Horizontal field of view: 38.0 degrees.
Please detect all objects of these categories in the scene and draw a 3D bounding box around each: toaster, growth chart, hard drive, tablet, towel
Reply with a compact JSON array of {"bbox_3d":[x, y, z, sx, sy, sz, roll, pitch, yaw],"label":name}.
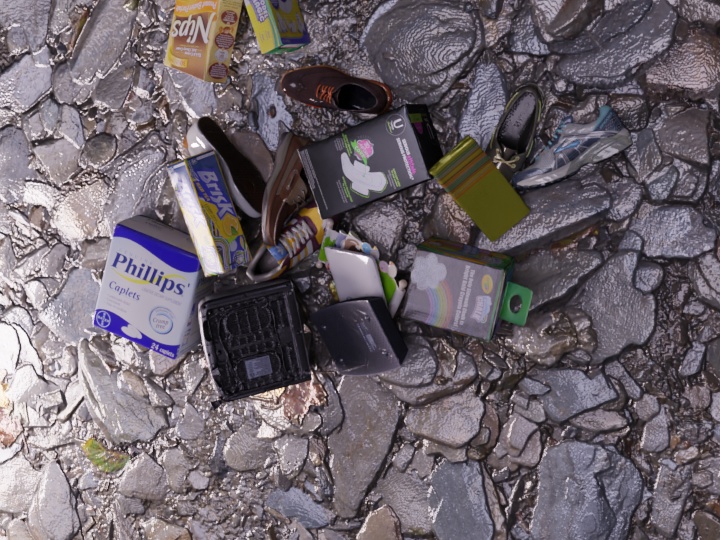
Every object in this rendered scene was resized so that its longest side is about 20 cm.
[{"bbox_3d":[-0.195,0.124,1.826,0.196,0.119,0.185,-14,97,-11],"label":"toaster"},{"bbox_3d":[0.000,0.000,1.758,0.199,0.018,0.146,42,144,25],"label":"growth chart"},{"bbox_3d":[0.000,0.109,1.766,0.199,0.042,0.137,-17,102,58],"label":"hard drive"},{"bbox_3d":[0.003,0.057,1.772,0.129,0.014,0.203,14,126,48],"label":"tablet"},{"bbox_3d":[0.192,-0.128,1.664,0.086,0.018,0.200,-37,131,11],"label":"towel"}]

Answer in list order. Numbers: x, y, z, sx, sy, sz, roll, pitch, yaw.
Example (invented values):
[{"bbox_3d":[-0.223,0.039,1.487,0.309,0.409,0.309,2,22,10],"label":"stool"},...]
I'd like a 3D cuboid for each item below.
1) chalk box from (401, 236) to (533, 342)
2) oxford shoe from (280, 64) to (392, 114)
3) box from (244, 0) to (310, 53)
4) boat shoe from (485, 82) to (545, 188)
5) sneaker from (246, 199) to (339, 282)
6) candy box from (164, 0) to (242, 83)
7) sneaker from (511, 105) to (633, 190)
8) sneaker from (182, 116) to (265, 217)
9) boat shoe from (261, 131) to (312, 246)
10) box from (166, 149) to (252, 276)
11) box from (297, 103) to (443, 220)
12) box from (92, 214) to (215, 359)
[{"bbox_3d":[0.184,0.033,1.716,0.196,0.124,0.127,15,104,13],"label":"chalk box"},{"bbox_3d":[-0.048,-0.304,1.747,0.196,0.072,0.073,10,104,16],"label":"oxford shoe"},{"bbox_3d":[-0.153,-0.464,1.725,0.048,0.117,0.204,-18,95,25],"label":"box"},{"bbox_3d":[0.240,-0.202,1.683,0.071,0.060,0.205,22,107,9],"label":"boat shoe"},{"bbox_3d":[-0.115,-0.048,1.808,0.075,0.090,0.200,47,110,4],"label":"sneaker"},{"bbox_3d":[-0.263,-0.433,1.780,0.114,0.055,0.204,26,108,36],"label":"candy box"},{"bbox_3d":[0.326,-0.193,1.658,0.197,0.078,0.088,-25,87,10],"label":"sneaker"},{"bbox_3d":[-0.240,-0.169,1.845,0.084,0.073,0.202,-37,87,40],"label":"sneaker"},{"bbox_3d":[-0.121,-0.138,1.774,0.070,0.076,0.204,12,78,4],"label":"boat shoe"},{"bbox_3d":[-0.258,-0.098,1.789,0.064,0.069,0.204,-10,102,48],"label":"box"},{"bbox_3d":[0.024,-0.180,1.709,0.197,0.148,0.127,-19,94,20],"label":"box"},{"bbox_3d":[-0.369,0.028,1.895,0.181,0.105,0.204,20,106,12],"label":"box"}]
